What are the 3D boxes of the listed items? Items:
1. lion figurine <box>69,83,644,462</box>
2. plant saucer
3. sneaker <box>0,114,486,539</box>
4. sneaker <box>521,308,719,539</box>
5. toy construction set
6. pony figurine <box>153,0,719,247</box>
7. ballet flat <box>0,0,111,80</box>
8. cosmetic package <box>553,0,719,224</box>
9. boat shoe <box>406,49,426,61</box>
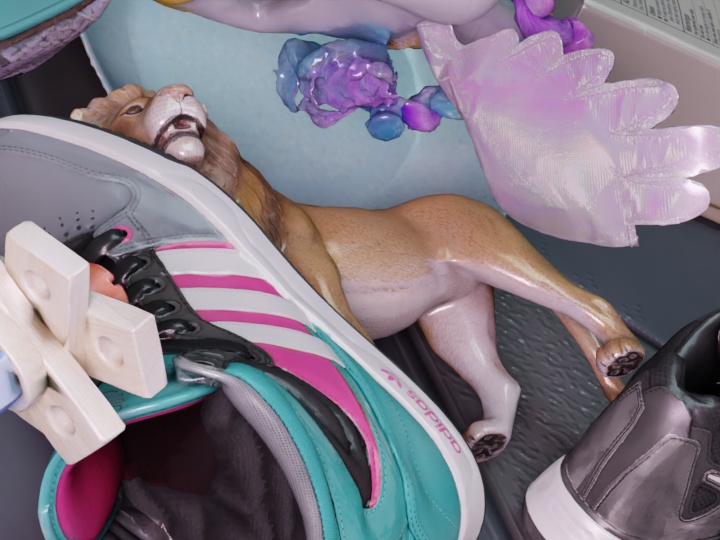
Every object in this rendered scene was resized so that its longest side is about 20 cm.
[{"bbox_3d":[0.000,0.000,0.828,0.200,0.072,0.123,11,36,-40],"label":"lion figurine"},{"bbox_3d":[-0.025,-0.084,0.922,0.201,0.039,0.201,17,55,-26],"label":"plant saucer"},{"bbox_3d":[-0.066,0.032,0.710,0.200,0.084,0.121,38,21,13],"label":"sneaker"},{"bbox_3d":[0.142,0.051,0.846,0.200,0.091,0.066,-10,48,-49],"label":"sneaker"},{"bbox_3d":[-0.149,0.025,0.585,0.131,0.092,0.200,0,16,45],"label":"toy construction set"},{"bbox_3d":[0.029,-0.101,0.816,0.200,0.167,0.193,20,-11,-30],"label":"pony figurine"},{"bbox_3d":[-0.167,-0.065,0.776,0.200,0.072,0.072,-26,56,-26],"label":"ballet flat"},{"bbox_3d":[0.164,-0.073,1.080,0.200,0.073,0.104,22,30,-12],"label":"cosmetic package"},{"bbox_3d":[-0.029,-0.142,1.042,0.200,0.072,0.062,45,8,20],"label":"boat shoe"}]
